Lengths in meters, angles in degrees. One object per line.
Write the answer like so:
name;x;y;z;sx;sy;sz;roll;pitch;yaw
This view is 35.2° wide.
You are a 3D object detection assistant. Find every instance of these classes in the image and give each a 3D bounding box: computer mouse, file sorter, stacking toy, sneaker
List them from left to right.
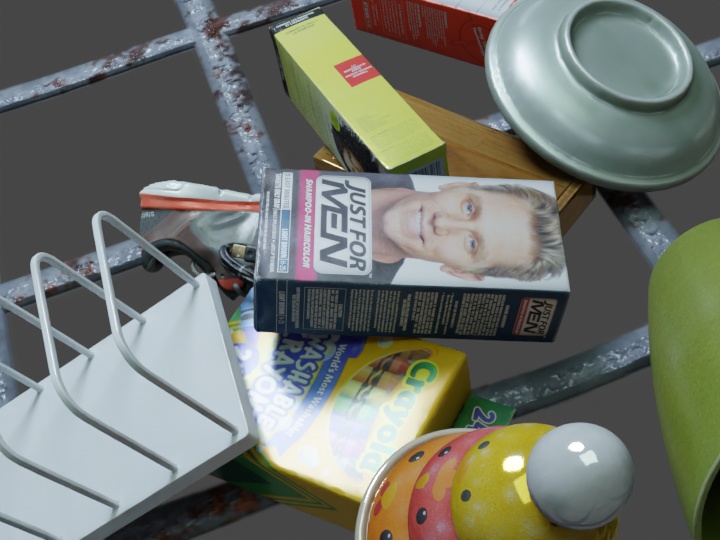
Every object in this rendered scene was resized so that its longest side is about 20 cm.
file sorter;-0.190;0.079;0.704;0.200;0.125;0.139;-32;48;12
sneaker;-0.072;-0.014;0.855;0.200;0.077;0.082;7;83;9
computer mouse;0.000;0.000;0.796;0.200;0.034;0.059;8;36;-7
stacking toy;0.087;0.123;0.587;0.146;0.200;0.146;7;60;-12

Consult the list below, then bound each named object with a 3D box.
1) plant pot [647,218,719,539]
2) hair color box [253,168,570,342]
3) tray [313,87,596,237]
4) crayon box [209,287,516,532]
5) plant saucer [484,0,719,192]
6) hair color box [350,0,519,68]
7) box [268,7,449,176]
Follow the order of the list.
plant pot;0.247;0.059;0.661;0.187;0.187;0.200;-14;34;-1
hair color box;0.031;-0.011;0.753;0.200;0.061;0.100;2;51;-4
tray;0.071;-0.074;0.886;0.200;0.037;0.099;27;60;29
crayon box;-0.014;0.095;0.746;0.200;0.052;0.126;17;55;23
plant saucer;0.197;-0.154;0.872;0.200;0.050;0.200;7;58;-12
hair color box;0.099;-0.240;1.006;0.200;0.061;0.102;23;57;28
box;-0.002;-0.118;0.866;0.050;0.075;0.200;-26;49;-12
